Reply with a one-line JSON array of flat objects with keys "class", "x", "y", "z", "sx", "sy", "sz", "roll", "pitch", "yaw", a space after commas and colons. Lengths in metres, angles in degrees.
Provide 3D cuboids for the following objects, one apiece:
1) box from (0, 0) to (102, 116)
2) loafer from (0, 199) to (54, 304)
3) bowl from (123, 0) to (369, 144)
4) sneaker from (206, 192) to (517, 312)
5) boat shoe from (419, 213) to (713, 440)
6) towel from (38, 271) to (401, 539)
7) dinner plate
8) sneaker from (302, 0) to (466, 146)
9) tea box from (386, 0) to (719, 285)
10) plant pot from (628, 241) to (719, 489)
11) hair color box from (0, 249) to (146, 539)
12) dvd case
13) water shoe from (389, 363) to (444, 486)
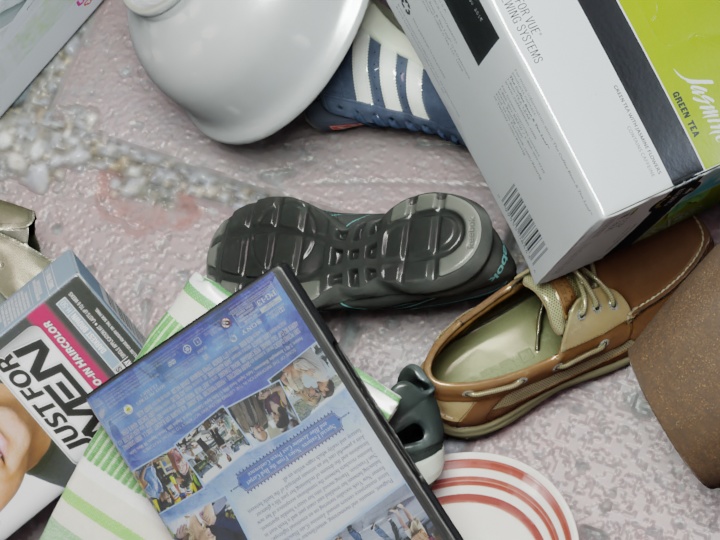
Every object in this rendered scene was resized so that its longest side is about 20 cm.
[{"class": "box", "x": -0.240, "y": -0.194, "z": 1.770, "sx": 0.096, "sy": 0.177, "sz": 0.200, "roll": 36, "pitch": 77, "yaw": 20}, {"class": "loafer", "x": -0.227, "y": -0.012, "z": 1.760, "sx": 0.200, "sy": 0.075, "sz": 0.070, "roll": 43, "pitch": 75, "yaw": 11}, {"class": "bowl", "x": -0.083, "y": -0.184, "z": 1.732, "sx": 0.201, "sy": 0.090, "sz": 0.202, "roll": -27, "pitch": 53, "yaw": 44}, {"class": "sneaker", "x": 0.000, "y": 0.000, "z": 1.719, "sx": 0.199, "sy": 0.079, "sz": 0.076, "roll": 0, "pitch": 72, "yaw": 30}, {"class": "boat shoe", "x": 0.120, "y": 0.027, "z": 1.684, "sx": 0.199, "sy": 0.074, "sz": 0.076, "roll": -35, "pitch": 68, "yaw": -6}, {"class": "towel", "x": -0.082, "y": 0.121, "z": 1.639, "sx": 0.152, "sy": 0.023, "sz": 0.201, "roll": 31, "pitch": 105, "yaw": 9}, {"class": "dinner plate", "x": 0.038, "y": 0.191, "z": 1.628, "sx": 0.199, "sy": 0.024, "sz": 0.201, "roll": -20, "pitch": 45, "yaw": 22}, {"class": "sneaker", "x": 0.018, "y": -0.106, "z": 1.761, "sx": 0.200, "sy": 0.075, "sz": 0.085, "roll": 39, "pitch": 97, "yaw": 16}, {"class": "tea box", "x": 0.153, "y": -0.131, "z": 1.637, "sx": 0.196, "sy": 0.134, "sz": 0.201, "roll": -23, "pitch": 80, "yaw": -19}, {"class": "plant pot", "x": 0.258, "y": 0.033, "z": 1.621, "sx": 0.199, "sy": 0.187, "sz": 0.188, "roll": -32, "pitch": 67, "yaw": 13}, {"class": "hair color box", "x": -0.213, "y": 0.092, "z": 1.678, "sx": 0.200, "sy": 0.061, "sz": 0.099, "roll": -39, "pitch": 108, "yaw": 2}, {"class": "dvd case", "x": -0.045, "y": 0.116, "z": 1.606, "sx": 0.142, "sy": 0.018, "sz": 0.201, "roll": -34, "pitch": 87, "yaw": 16}, {"class": "water shoe", "x": -0.049, "y": 0.086, "z": 1.673, "sx": 0.198, "sy": 0.072, "sz": 0.080, "roll": 0, "pitch": 107, "yaw": 10}]
